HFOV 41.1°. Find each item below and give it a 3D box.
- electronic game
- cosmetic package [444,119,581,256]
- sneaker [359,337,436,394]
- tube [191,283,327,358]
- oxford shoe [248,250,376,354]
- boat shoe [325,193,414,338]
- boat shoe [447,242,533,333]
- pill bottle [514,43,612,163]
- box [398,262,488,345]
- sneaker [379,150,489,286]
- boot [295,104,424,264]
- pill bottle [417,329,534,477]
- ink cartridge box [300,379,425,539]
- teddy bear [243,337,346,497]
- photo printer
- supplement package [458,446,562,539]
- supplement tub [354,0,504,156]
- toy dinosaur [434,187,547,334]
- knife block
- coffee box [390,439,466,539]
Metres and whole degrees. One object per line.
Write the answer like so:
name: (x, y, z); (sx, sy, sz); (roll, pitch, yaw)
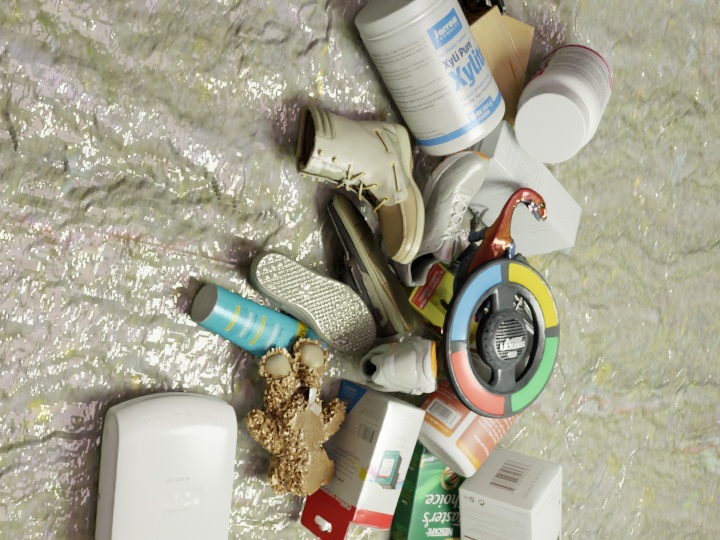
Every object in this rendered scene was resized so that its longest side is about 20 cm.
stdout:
electronic game: (0.180, 0.086, 1.214); (0.197, 0.041, 0.204); (-2, 94, -36)
cosmetic package: (0.213, -0.109, 1.344); (0.200, 0.100, 0.072); (42, 54, -31)
sneaker: (0.042, 0.122, 1.236); (0.090, 0.200, 0.077); (-1, 80, -4)
tube: (-0.121, 0.077, 1.203); (0.199, 0.050, 0.078); (30, 92, -39)
oxford shoe: (-0.060, 0.038, 1.216); (0.199, 0.058, 0.076); (35, 77, -24)
boat shoe: (0.000, 0.000, 1.252); (0.065, 0.072, 0.203); (-26, 102, 18)
boat shoe: (0.209, 0.034, 1.390); (0.199, 0.073, 0.068); (41, 85, -22)
pill bottle: (0.278, -0.229, 1.317); (0.200, 0.112, 0.115); (-53, 128, -55)
box: (0.133, 0.063, 1.359); (0.200, 0.050, 0.076); (42, 76, -30)
sneaker: (0.111, -0.061, 1.253); (0.075, 0.093, 0.201); (16, 121, -39)
boot: (-0.003, -0.108, 1.195); (0.152, 0.072, 0.203); (9, 60, -32)
pill bottle: (0.167, 0.170, 1.306); (0.200, 0.112, 0.113); (-48, 119, -13)
ink cartridge box: (0.000, 0.260, 1.265); (0.066, 0.116, 0.203); (19, 88, -34)
teddy bear: (-0.084, 0.184, 1.222); (0.144, 0.066, 0.203); (-38, 124, -35)
photo printer: (-0.229, 0.247, 1.141); (0.164, 0.069, 0.204); (3, 96, -33)
supplement package: (0.219, 0.380, 1.388); (0.117, 0.116, 0.203); (-38, 131, -49)
supplement tub: (0.092, -0.263, 1.231); (0.132, 0.131, 0.202); (-42, 118, -20)
toy dinosaur: (0.183, -0.016, 1.255); (0.103, 0.200, 0.184); (23, 112, 2)
knife block: (0.147, -0.305, 1.300); (0.173, 0.064, 0.204); (9, 93, -33)
coffee box: (0.117, 0.307, 1.391); (0.121, 0.044, 0.204); (10, 92, -34)
